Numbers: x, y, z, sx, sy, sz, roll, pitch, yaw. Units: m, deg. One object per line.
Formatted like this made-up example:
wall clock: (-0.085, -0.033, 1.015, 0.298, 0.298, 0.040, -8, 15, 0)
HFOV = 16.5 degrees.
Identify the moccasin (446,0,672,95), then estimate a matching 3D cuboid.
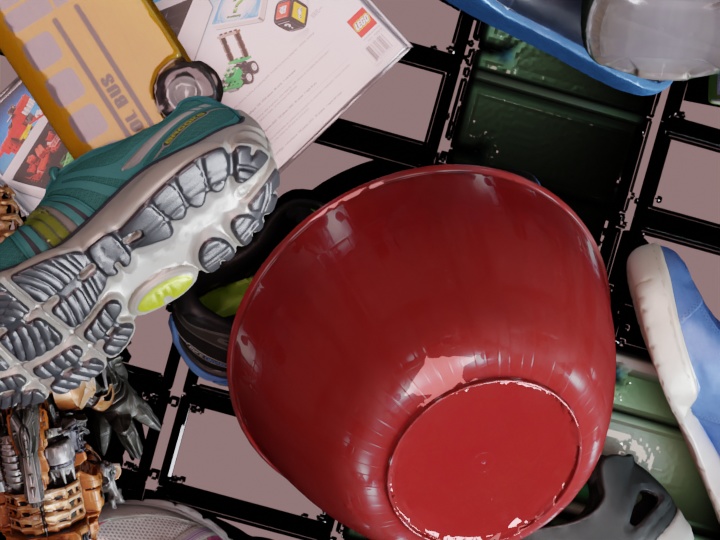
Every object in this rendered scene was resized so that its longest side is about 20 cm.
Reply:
moccasin: (0.076, -0.158, 1.238, 0.200, 0.080, 0.068, 28, 88, -18)

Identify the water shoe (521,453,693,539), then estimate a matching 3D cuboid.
water shoe: (0.074, 0.170, 1.260, 0.200, 0.072, 0.079, -36, 89, -11)

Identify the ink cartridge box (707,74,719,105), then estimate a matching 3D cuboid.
ink cartridge box: (0.257, -0.103, 1.177, 0.147, 0.200, 0.076, 10, 94, -2)

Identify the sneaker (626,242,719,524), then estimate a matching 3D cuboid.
sneaker: (0.213, 0.063, 1.249, 0.111, 0.077, 0.200, -23, 99, 6)

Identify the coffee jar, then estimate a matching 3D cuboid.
coffee jar: (0.151, -0.200, 1.183, 0.085, 0.104, 0.201, 3, 68, 3)

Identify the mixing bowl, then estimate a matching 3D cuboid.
mixing bowl: (0.043, 0.063, 1.187, 0.199, 0.108, 0.201, -8, 124, -12)

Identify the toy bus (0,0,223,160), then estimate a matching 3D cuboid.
toy bus: (-0.124, -0.105, 1.197, 0.078, 0.065, 0.200, -33, 95, 3)

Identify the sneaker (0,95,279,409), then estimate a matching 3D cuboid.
sneaker: (-0.128, -0.008, 1.139, 0.200, 0.080, 0.078, -33, 130, -3)

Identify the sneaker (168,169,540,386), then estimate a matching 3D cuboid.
sneaker: (0.000, 0.000, 1.230, 0.199, 0.083, 0.071, -19, 60, 0)

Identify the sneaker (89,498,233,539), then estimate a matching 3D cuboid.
sneaker: (-0.068, 0.178, 1.244, 0.199, 0.088, 0.082, 24, 93, -3)

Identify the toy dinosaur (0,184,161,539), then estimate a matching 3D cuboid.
toy dinosaur: (-0.152, 0.064, 1.204, 0.102, 0.136, 0.201, 11, 85, 1)

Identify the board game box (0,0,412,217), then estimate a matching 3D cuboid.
board game box: (-0.088, -0.089, 1.249, 0.200, 0.035, 0.126, -43, 94, 2)
